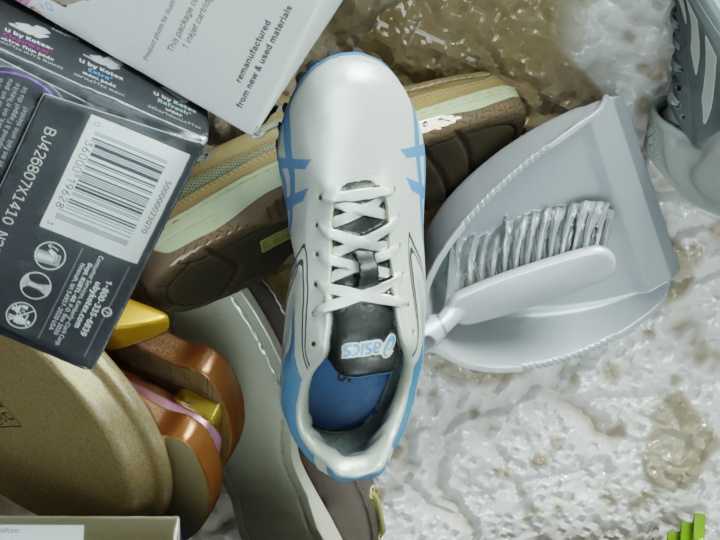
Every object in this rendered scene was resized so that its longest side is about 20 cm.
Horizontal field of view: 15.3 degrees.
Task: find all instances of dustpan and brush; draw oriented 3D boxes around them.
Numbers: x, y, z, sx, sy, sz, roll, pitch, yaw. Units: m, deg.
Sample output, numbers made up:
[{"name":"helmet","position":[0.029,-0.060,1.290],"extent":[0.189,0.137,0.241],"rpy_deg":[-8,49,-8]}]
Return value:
[{"name":"dustpan and brush","position":[0.052,0.013,1.272],"extent":[0.199,0.057,0.140],"rpy_deg":[-21,134,4]}]

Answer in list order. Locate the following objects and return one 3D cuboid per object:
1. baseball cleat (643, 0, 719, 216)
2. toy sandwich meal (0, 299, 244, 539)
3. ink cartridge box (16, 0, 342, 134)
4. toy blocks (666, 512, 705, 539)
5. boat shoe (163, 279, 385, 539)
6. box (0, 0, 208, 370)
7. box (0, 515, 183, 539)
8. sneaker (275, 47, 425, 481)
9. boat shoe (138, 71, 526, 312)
[{"name":"baseball cleat","position":[0.158,-0.101,1.239],"extent":[0.106,0.070,0.201],"rpy_deg":[-20,99,42]},{"name":"toy sandwich meal","position":[-0.146,0.045,1.265],"extent":[0.205,0.070,0.206],"rpy_deg":[28,147,20]},{"name":"ink cartridge box","position":[-0.094,-0.165,1.114],"extent":[0.199,0.145,0.084],"rpy_deg":[30,125,0]},{"name":"toy blocks","position":[0.101,0.217,1.394],"extent":[0.136,0.100,0.201],"rpy_deg":[6,118,5]},{"name":"boat shoe","position":[-0.039,0.073,1.319],"extent":[0.072,0.060,0.201],"rpy_deg":[-2,121,35]},{"name":"box","position":[-0.137,-0.068,1.159],"extent":[0.106,0.200,0.123],"rpy_deg":[23,114,-15]},{"name":"box","position":[-0.142,0.159,1.319],"extent":[0.121,0.033,0.200],"rpy_deg":[0,158,0]},{"name":"sneaker","position":[0.000,0.000,1.190],"extent":[0.072,0.073,0.201],"rpy_deg":[-7,116,-15]},{"name":"boat shoe","position":[-0.023,-0.056,1.249],"extent":[0.199,0.076,0.072],"rpy_deg":[-22,150,-15]}]
